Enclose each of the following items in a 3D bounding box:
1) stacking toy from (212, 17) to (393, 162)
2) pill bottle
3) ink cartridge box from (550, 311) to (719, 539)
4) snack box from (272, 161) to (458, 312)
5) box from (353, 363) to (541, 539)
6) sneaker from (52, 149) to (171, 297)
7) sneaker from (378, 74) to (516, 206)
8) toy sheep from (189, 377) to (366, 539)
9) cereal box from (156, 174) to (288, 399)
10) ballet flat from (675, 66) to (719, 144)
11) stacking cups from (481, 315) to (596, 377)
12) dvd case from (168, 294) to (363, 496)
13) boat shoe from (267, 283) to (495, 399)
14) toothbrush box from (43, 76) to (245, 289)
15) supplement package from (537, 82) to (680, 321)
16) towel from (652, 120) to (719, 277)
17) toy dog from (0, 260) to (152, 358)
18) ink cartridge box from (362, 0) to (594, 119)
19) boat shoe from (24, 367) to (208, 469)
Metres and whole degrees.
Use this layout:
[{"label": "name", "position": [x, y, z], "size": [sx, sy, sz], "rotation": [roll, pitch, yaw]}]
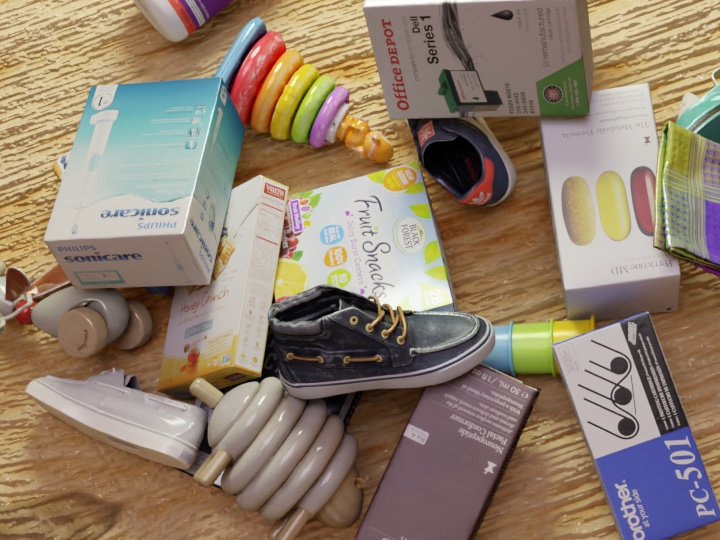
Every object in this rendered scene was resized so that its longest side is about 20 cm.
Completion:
[{"label": "stacking toy", "position": [-0.053, -0.168, 1.596], "size": [0.200, 0.116, 0.110], "rotation": [28, 75, 6]}, {"label": "pill bottle", "position": [-0.160, -0.347, 1.665], "size": [0.200, 0.112, 0.112], "rotation": [-38, 68, -5]}, {"label": "ink cartridge box", "position": [0.254, 0.148, 1.414], "size": [0.094, 0.044, 0.200], "rotation": [-20, 87, 2]}, {"label": "snack box", "position": [0.000, 0.000, 1.501], "size": [0.168, 0.068, 0.200], "rotation": [-15, 48, 5]}, {"label": "box", "position": [0.081, 0.181, 1.427], "size": [0.100, 0.075, 0.200], "rotation": [24, 89, 11]}, {"label": "sneaker", "position": [-0.239, -0.065, 1.596], "size": [0.088, 0.075, 0.200], "rotation": [-35, 69, -4]}, {"label": "sneaker", "position": [0.074, -0.148, 1.544], "size": [0.200, 0.084, 0.075], "rotation": [51, 123, 14]}, {"label": "toy sheep", "position": [-0.079, 0.169, 1.426], "size": [0.200, 0.138, 0.138], "rotation": [39, 79, -9]}, {"label": "cereal box", "position": [-0.137, 0.018, 1.518], "size": [0.144, 0.039, 0.200], "rotation": [-22, 55, 50]}, {"label": "ballet flat", "position": [0.366, -0.166, 1.540], "size": [0.200, 0.067, 0.070], "rotation": [-39, 44, -6]}, {"label": "stacking cups", "position": [0.128, 0.076, 1.486], "size": [0.200, 0.061, 0.061], "rotation": [-2, 70, 9]}, {"label": "dvd case", "position": [-0.084, 0.131, 1.524], "size": [0.150, 0.025, 0.200], "rotation": [21, 76, 16]}, {"label": "boat shoe", "position": [0.018, 0.055, 1.371], "size": [0.200, 0.091, 0.071], "rotation": [-12, 38, 3]}, {"label": "toothbrush box", "position": [-0.208, -0.086, 1.507], "size": [0.146, 0.085, 0.200], "rotation": [-3, 52, 15]}, {"label": "supplement package", "position": [0.241, -0.062, 1.491], "size": [0.114, 0.110, 0.200], "rotation": [-9, 69, 7]}, {"label": "towel", "position": [0.364, -0.052, 1.451], "size": [0.200, 0.023, 0.144], "rotation": [19, 62, -21]}, {"label": "toy dog", "position": [-0.307, 0.021, 1.557], "size": [0.200, 0.132, 0.096], "rotation": [12, 102, 5]}, {"label": "ink cartridge box", "position": [0.113, -0.221, 1.450], "size": [0.200, 0.146, 0.084], "rotation": [-1, 47, 15]}, {"label": "boat shoe", "position": [-0.240, 0.133, 1.516], "size": [0.200, 0.072, 0.069], "rotation": [15, 68, 30]}]
